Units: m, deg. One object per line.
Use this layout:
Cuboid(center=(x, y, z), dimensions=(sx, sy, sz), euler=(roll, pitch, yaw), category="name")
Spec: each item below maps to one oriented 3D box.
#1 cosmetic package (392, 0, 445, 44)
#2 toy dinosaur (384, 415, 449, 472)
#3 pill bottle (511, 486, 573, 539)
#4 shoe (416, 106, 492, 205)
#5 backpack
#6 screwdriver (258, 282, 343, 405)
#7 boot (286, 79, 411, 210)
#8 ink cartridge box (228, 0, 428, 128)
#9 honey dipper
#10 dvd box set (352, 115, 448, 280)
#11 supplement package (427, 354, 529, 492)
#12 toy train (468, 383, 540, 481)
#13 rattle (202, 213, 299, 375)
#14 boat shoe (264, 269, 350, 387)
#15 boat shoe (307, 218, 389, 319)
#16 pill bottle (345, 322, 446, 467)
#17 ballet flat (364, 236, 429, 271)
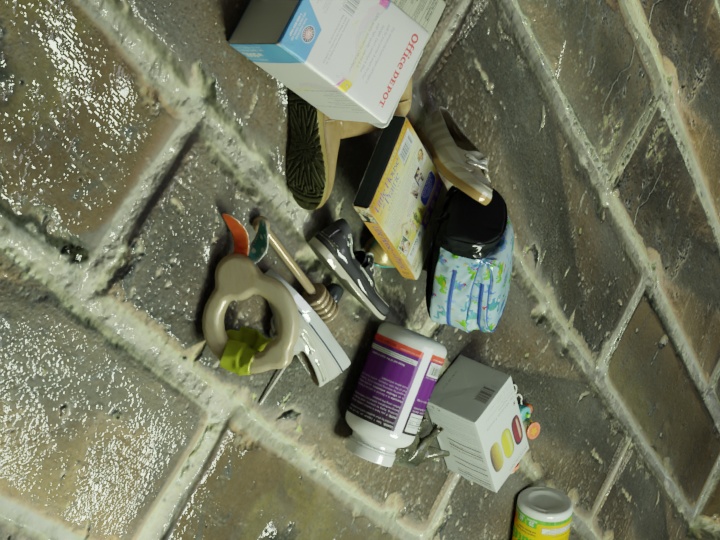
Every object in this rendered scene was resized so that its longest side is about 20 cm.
Cuboid(center=(0.015, -0.360, 1.524), dimensions=(0.200, 0.087, 0.104), euler=(43, 71, -51), category="cosmetic package")
Cuboid(center=(0.077, 0.278, 1.947), dimensions=(0.103, 0.077, 0.200), euler=(-54, 148, -1), category="toy dinosaur")
Cuboid(center=(0.357, 0.543, 2.395), dimensions=(0.111, 0.111, 0.202), euler=(-20, 122, -47), category="pill bottle")
Cuboid(center=(0.137, -0.164, 1.692), dimensions=(0.070, 0.200, 0.054), euler=(21, 115, -37), category="shoe")
Cuboid(center=(0.157, -0.003, 1.733), dimensions=(0.164, 0.153, 0.201), euler=(-67, -179, -52), category="backpack")
Cuboid(center=(-0.085, 0.101, 1.673), dimensions=(0.201, 0.028, 0.029), euler=(-56, 172, -16), category="screwdriver")
Cuboid(center=(-0.008, -0.185, 1.600), dimensions=(0.199, 0.066, 0.177), euler=(-23, 125, -47), category="boot")
Cuboid(center=(-0.028, -0.268, 1.431), dimensions=(0.199, 0.125, 0.129), euler=(34, 79, -34), category="ink cartridge box")
Cuboid(center=(-0.088, -0.002, 1.596), dimensions=(0.038, 0.038, 0.200), euler=(-54, 135, -20), category="honey dipper")
Cuboid(center=(0.060, -0.097, 1.658), dimensions=(0.200, 0.029, 0.147), euler=(52, 55, -54), category="dvd box set")
Cuboid(center=(0.202, 0.263, 2.055), dimensions=(0.114, 0.109, 0.201), euler=(-48, 139, -26), category="supplement package")
Cuboid(center=(0.268, 0.317, 2.216), dimensions=(0.201, 0.055, 0.150), euler=(-57, 143, -16), category="toy train")
Cuboid(center=(-0.130, 0.027, 1.542), dimensions=(0.143, 0.129, 0.202), euler=(-8, 86, -62), category="rattle")
Cuboid(center=(-0.087, 0.084, 1.618), dimensions=(0.070, 0.071, 0.200), euler=(-42, 131, -11), category="boat shoe")
Cuboid(center=(0.000, 0.000, 1.687), dimensions=(0.063, 0.073, 0.200), euler=(-47, 136, -6), category="boat shoe")
Cuboid(center=(0.047, 0.187, 1.813), dimensions=(0.112, 0.112, 0.202), euler=(23, 89, -54), category="pill bottle")
Cuboid(center=(0.086, -0.033, 1.786), dimensions=(0.199, 0.069, 0.063), euler=(1, 129, -53), category="ballet flat")
